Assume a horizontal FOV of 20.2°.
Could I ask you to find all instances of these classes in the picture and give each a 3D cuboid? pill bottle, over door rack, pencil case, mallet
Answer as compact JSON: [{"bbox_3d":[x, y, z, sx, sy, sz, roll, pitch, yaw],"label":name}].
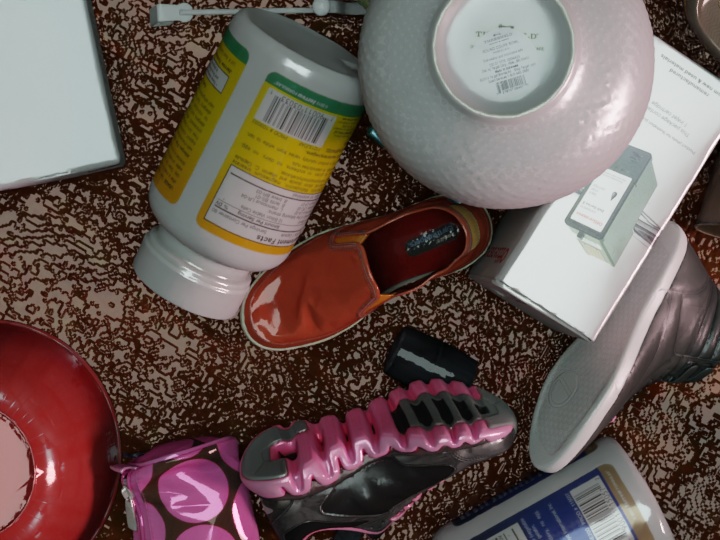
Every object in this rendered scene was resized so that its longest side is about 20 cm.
[{"bbox_3d":[0.119,0.212,1.444,0.199,0.111,0.112,-29,92,-2],"label":"pill bottle"},{"bbox_3d":[-0.060,-0.253,1.453,0.198,0.067,0.149,-3,90,-3],"label":"over door rack"},{"bbox_3d":[-0.081,-0.071,1.417,0.112,0.113,0.201,27,106,-3],"label":"pill bottle"},{"bbox_3d":[-0.116,0.222,1.445,0.093,0.090,0.202,-12,89,-38],"label":"pencil case"},{"bbox_3d":[0.009,0.136,1.477,0.066,0.041,0.201,33,93,-4],"label":"mallet"}]

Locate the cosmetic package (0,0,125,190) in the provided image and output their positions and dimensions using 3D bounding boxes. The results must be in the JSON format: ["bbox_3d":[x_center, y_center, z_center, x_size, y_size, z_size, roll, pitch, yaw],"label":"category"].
[{"bbox_3d":[-0.237,-0.163,1.442,0.101,0.074,0.202,-11,93,-3],"label":"cosmetic package"}]

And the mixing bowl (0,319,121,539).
[{"bbox_3d":[-0.271,0.137,1.425,0.198,0.108,0.202,0,90,-2],"label":"mixing bowl"}]

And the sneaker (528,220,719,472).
[{"bbox_3d":[0.201,0.074,1.447,0.099,0.070,0.201,39,77,-32],"label":"sneaker"}]

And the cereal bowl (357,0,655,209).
[{"bbox_3d":[0.094,-0.141,1.318,0.198,0.083,0.202,0,87,4],"label":"cereal bowl"}]

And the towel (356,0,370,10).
[{"bbox_3d":[0.005,-0.264,1.417,0.199,0.036,0.149,33,74,-19],"label":"towel"}]

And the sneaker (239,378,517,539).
[{"bbox_3d":[0.018,0.144,1.437,0.198,0.079,0.096,-14,119,4],"label":"sneaker"}]

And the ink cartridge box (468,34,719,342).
[{"bbox_3d":[0.169,-0.057,1.427,0.084,0.145,0.201,32,89,-4],"label":"ink cartridge box"}]

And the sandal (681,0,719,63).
[{"bbox_3d":[0.298,-0.133,1.344,0.200,0.055,0.082,44,92,-11],"label":"sandal"}]

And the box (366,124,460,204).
[{"bbox_3d":[0.096,-0.149,1.390,0.082,0.049,0.201,37,91,-5],"label":"box"}]

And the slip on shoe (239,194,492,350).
[{"bbox_3d":[0.000,0.000,1.452,0.199,0.061,0.075,-23,89,12],"label":"slip on shoe"}]

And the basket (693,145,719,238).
[{"bbox_3d":[0.338,-0.116,1.446,0.178,0.136,0.202,9,86,-11],"label":"basket"}]
